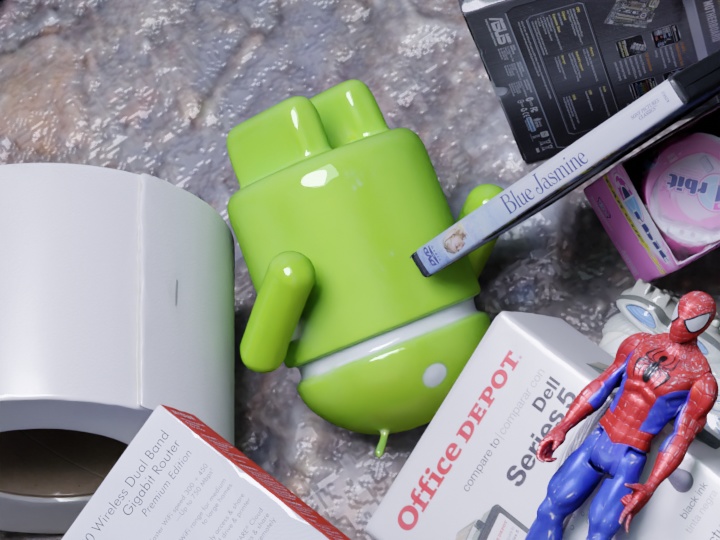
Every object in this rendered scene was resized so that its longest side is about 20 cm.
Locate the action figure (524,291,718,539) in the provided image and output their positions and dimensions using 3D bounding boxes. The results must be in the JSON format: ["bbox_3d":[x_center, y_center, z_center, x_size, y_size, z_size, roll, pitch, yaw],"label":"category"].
[{"bbox_3d":[0.122,0.098,1.417,0.065,0.052,0.200,33,96,31],"label":"action figure"}]

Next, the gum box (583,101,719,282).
[{"bbox_3d":[0.229,-0.073,1.546,0.200,0.114,0.066,-30,88,-8],"label":"gum box"}]

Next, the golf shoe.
[{"bbox_3d":[0.208,0.089,1.530,0.200,0.078,0.097,30,93,30],"label":"golf shoe"}]

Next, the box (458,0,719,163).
[{"bbox_3d":[0.143,-0.139,1.568,0.158,0.200,0.048,-17,66,7],"label":"box"}]

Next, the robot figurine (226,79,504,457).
[{"bbox_3d":[0.000,0.000,1.568,0.116,0.175,0.200,-23,88,48],"label":"robot figurine"}]

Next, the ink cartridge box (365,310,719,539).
[{"bbox_3d":[0.124,0.135,1.486,0.200,0.084,0.146,37,103,26],"label":"ink cartridge box"}]

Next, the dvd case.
[{"bbox_3d":[0.131,-0.067,1.494,0.200,0.143,0.018,-35,87,40],"label":"dvd case"}]

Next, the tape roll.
[{"bbox_3d":[-0.168,0.046,1.563,0.203,0.203,0.139,-7,63,11],"label":"tape roll"}]

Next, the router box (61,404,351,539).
[{"bbox_3d":[-0.083,0.199,1.408,0.179,0.049,0.200,36,93,20],"label":"router box"}]
